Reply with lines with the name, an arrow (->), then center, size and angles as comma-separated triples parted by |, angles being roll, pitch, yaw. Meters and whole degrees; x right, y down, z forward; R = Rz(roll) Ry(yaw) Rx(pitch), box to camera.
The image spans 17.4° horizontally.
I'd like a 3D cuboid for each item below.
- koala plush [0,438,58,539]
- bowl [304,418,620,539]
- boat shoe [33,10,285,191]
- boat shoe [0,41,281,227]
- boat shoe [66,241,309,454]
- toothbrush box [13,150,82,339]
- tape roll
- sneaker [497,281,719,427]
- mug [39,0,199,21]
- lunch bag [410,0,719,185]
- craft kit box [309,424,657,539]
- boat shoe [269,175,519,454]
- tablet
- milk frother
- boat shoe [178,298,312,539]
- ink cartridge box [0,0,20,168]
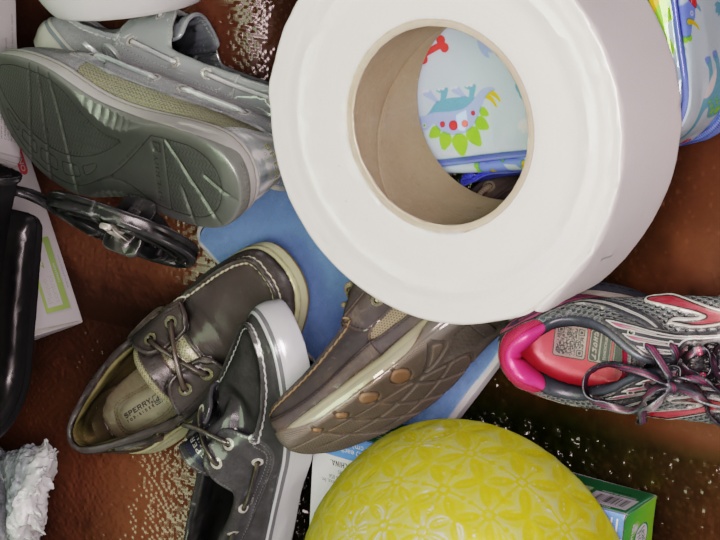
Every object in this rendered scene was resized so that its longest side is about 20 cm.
koala plush -> -0.250, 0.198, 1.476 | 0.177, 0.184, 0.201 | 6, 91, 32
bowl -> 0.037, 0.188, 1.248 | 0.200, 0.108, 0.201 | 9, 107, 30
boat shoe -> -0.104, -0.116, 1.368 | 0.201, 0.070, 0.072 | 31, 101, 30
boat shoe -> -0.124, -0.081, 1.310 | 0.202, 0.065, 0.075 | 19, 126, 36
boat shoe -> -0.104, 0.057, 1.392 | 0.073, 0.065, 0.200 | 53, 129, 12
toothbrush box -> -0.294, -0.002, 1.503 | 0.200, 0.086, 0.146 | -20, 88, 36
tape roll -> 0.056, -0.076, 1.171 | 0.202, 0.071, 0.203 | 9, 107, 30
sneaker -> 0.168, 0.050, 1.202 | 0.199, 0.075, 0.081 | 0, 99, 19
mug -> -0.152, -0.239, 1.342 | 0.200, 0.147, 0.176 | 23, 123, 60
lunch bag -> 0.092, -0.130, 1.223 | 0.199, 0.082, 0.161 | -4, 96, 34
craft kit box -> 0.061, 0.197, 1.325 | 0.199, 0.048, 0.198 | 14, 108, 29
boat shoe -> 0.029, 0.022, 1.280 | 0.200, 0.075, 0.073 | -37, 63, 2
tablet -> 0.000, 0.000, 1.352 | 0.200, 0.014, 0.130 | 45, 120, 17
milk frother -> -0.206, 0.037, 1.297 | 0.200, 0.180, 0.189 | 15, 100, 43
boat shoe -> -0.073, 0.103, 1.352 | 0.200, 0.066, 0.070 | 101, 148, -43
ink cartridge box -> -0.288, -0.152, 1.414 | 0.176, 0.045, 0.201 | -7, 81, 26
